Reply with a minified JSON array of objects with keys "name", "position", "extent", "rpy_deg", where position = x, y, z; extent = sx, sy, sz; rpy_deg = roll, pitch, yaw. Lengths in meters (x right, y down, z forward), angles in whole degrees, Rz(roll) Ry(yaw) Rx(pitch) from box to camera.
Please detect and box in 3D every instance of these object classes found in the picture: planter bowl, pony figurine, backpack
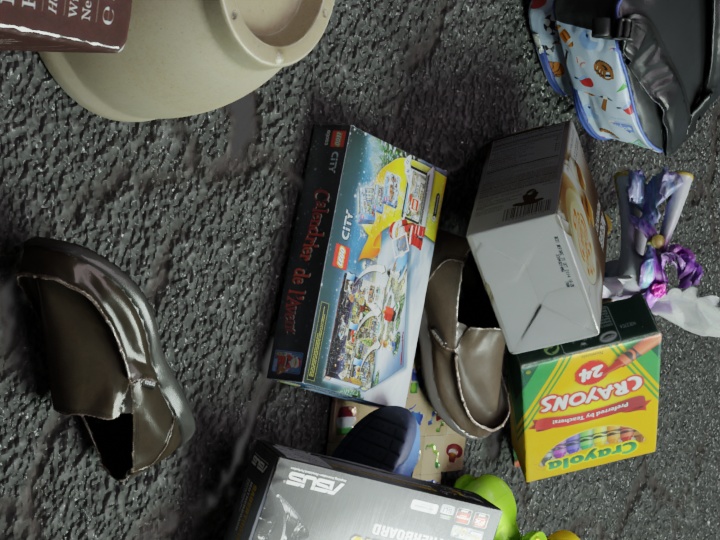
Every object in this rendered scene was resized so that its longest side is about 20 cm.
[{"name":"planter bowl","position":[-0.100,-0.192,1.132],"extent":[0.200,0.134,0.201],"rpy_deg":[-15,108,-52]},{"name":"pony figurine","position":[0.257,0.007,1.629],"extent":[0.166,0.193,0.201],"rpy_deg":[16,71,-10]},{"name":"backpack","position":[0.251,-0.208,1.596],"extent":[0.200,0.154,0.191],"rpy_deg":[-42,126,-27]}]

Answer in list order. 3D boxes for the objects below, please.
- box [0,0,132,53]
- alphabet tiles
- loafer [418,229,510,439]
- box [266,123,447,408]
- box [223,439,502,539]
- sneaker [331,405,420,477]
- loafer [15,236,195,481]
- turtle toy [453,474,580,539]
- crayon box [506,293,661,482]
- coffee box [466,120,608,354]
[{"name":"box","position":[-0.238,-0.207,0.914],"extent":[0.200,0.164,0.167],"rpy_deg":[3,94,-54]},{"name":"alphabet tiles","position":[0.035,0.123,1.480],"extent":[0.200,0.008,0.168],"rpy_deg":[4,93,-54]},{"name":"loafer","position":[0.090,0.057,1.474],"extent":[0.073,0.071,0.201],"rpy_deg":[-47,126,-43]},{"name":"box","position":[0.000,0.000,1.376],"extent":[0.136,0.038,0.201],"rpy_deg":[21,77,-51]},{"name":"box","position":[-0.008,0.226,1.311],"extent":[0.199,0.048,0.159],"rpy_deg":[18,93,-27]},{"name":"sneaker","position":[0.011,0.204,1.389],"extent":[0.082,0.074,0.201],"rpy_deg":[14,96,-37]},{"name":"loafer","position":[-0.167,0.063,1.134],"extent":[0.071,0.073,0.200],"rpy_deg":[-56,137,-34]},{"name":"turtle toy","position":[0.122,0.275,1.544],"extent":[0.146,0.101,0.201],"rpy_deg":[-22,113,-50]},{"name":"crayon box","position":[0.198,0.117,1.563],"extent":[0.200,0.126,0.051],"rpy_deg":[81,-6,-48]},{"name":"coffee box","position":[0.152,-0.032,1.473],"extent":[0.200,0.079,0.115],"rpy_deg":[-69,141,-63]}]
